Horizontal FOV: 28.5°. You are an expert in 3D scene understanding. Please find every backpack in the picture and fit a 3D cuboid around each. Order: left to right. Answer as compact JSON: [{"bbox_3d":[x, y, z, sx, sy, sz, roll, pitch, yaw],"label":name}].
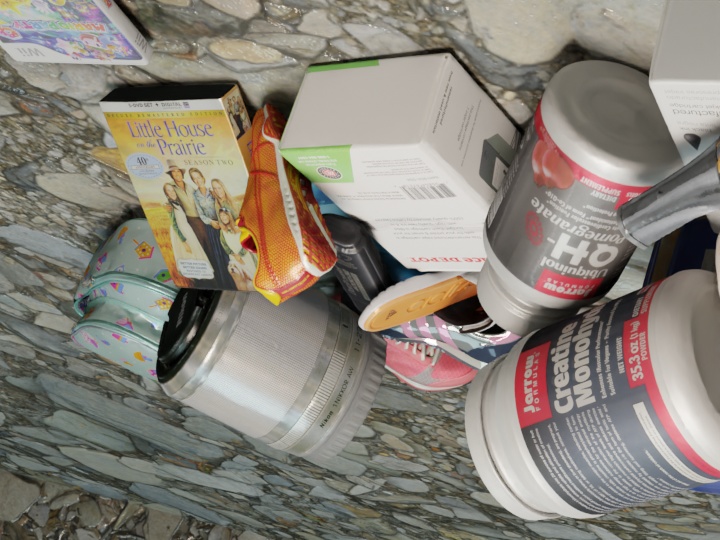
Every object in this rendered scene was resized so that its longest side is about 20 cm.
[{"bbox_3d":[-0.219,0.034,1.556,0.174,0.155,0.200,29,149,-15],"label":"backpack"}]

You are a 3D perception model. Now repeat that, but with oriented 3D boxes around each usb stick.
[{"bbox_3d":[0.000,0.000,1.251,0.055,0.033,0.200,25,167,19],"label":"usb stick"}]

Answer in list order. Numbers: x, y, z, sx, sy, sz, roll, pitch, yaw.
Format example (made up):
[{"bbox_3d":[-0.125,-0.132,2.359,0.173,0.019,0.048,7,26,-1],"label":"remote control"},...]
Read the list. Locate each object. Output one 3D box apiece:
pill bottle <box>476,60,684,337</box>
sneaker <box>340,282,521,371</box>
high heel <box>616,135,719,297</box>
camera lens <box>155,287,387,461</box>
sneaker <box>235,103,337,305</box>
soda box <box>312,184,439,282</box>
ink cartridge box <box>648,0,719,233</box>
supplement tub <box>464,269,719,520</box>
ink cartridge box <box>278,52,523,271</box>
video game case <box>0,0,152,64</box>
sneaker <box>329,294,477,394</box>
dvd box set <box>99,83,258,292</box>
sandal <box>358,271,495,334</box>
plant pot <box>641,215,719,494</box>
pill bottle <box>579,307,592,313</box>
[{"bbox_3d":[0.153,-0.043,1.032,0.109,0.112,0.201,18,136,-3],"label":"pill bottle"},{"bbox_3d":[0.078,0.037,1.466,0.197,0.071,0.083,18,136,3],"label":"sneaker"},{"bbox_3d":[0.280,-0.028,0.902,0.198,0.072,0.142,21,146,-29],"label":"high heel"},{"bbox_3d":[-0.093,0.084,1.416,0.198,0.162,0.160,29,157,-19],"label":"camera lens"},{"bbox_3d":[-0.073,-0.061,1.153,0.077,0.202,0.073,-31,130,21],"label":"sneaker"},{"bbox_3d":[-0.013,-0.043,1.312,0.197,0.069,0.064,12,158,14],"label":"soda box"},{"bbox_3d":[0.285,-0.099,0.916,0.143,0.084,0.200,5,155,30],"label":"ink cartridge box"},{"bbox_3d":[0.185,0.094,1.005,0.140,0.142,0.199,31,140,-32],"label":"supplement tub"},{"bbox_3d":[0.054,-0.081,1.142,0.144,0.085,0.200,1,153,38],"label":"ink cartridge box"},{"bbox_3d":[-0.270,-0.226,1.112,0.141,0.018,0.200,6,156,27],"label":"video game case"},{"bbox_3d":[0.044,0.077,1.556,0.197,0.075,0.087,16,158,3],"label":"sneaker"},{"bbox_3d":[-0.140,-0.071,1.269,0.145,0.029,0.202,4,127,33],"label":"dvd box set"},{"bbox_3d":[0.092,0.031,1.267,0.205,0.060,0.079,-21,158,-29],"label":"sandal"},{"bbox_3d":[0.320,0.054,1.120,0.198,0.202,0.180,1,149,37],"label":"plant pot"},{"bbox_3d":[0.262,0.129,1.455,0.112,0.114,0.200,-1,152,39],"label":"pill bottle"}]
